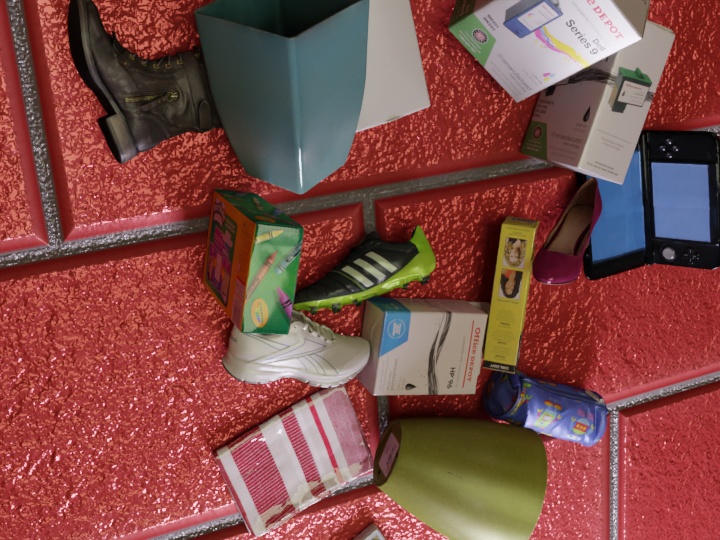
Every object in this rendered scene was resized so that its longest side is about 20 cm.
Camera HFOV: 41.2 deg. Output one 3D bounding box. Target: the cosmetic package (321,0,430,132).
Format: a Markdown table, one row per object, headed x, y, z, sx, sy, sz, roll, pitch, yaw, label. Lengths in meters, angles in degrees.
| x | y | z | sx | sy | sz | roll | pitch | yaw | label |
| --- | --- | --- | --- | --- | --- | --- | --- | --- | --- |
| 0.004 | -0.280 | 1.148 | 0.111 | 0.081 | 0.204 | -19 | 112 | -18 | cosmetic package |

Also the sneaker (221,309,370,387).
| x | y | z | sx | sy | sz | roll | pitch | yaw | label |
| --- | --- | --- | --- | --- | --- | --- | --- | --- | --- |
| -0.074 | 0.095 | 1.212 | 0.196 | 0.075 | 0.089 | 2 | 116 | -26 | sneaker |

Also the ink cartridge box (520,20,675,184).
| x | y | z | sx | sy | sz | roll | pitch | yaw | label |
| --- | --- | --- | --- | --- | --- | --- | --- | --- | --- |
| 0.308 | -0.231 | 1.259 | 0.083 | 0.146 | 0.204 | 14 | 98 | -25 | ink cartridge box |

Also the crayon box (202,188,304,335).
| x | y | z | sx | sy | sz | roll | pitch | yaw | label |
| --- | --- | --- | --- | --- | --- | --- | --- | --- | --- |
| -0.127 | -0.015 | 1.094 | 0.057 | 0.200 | 0.121 | 4 | 103 | -23 | crayon box |

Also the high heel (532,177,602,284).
| x | y | z | sx | sy | sz | roll | pitch | yaw | label |
| --- | --- | --- | --- | --- | --- | --- | --- | --- | --- |
| 0.278 | -0.054 | 1.291 | 0.066 | 0.200 | 0.098 | 13 | 118 | 19 | high heel |

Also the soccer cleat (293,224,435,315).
| x | y | z | sx | sy | sz | roll | pitch | yaw | label |
| --- | --- | --- | --- | --- | --- | --- | --- | --- | --- |
| 0.000 | 0.000 | 1.238 | 0.196 | 0.068 | 0.083 | -17 | 79 | -9 | soccer cleat |

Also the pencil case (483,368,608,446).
| x | y | z | sx | sy | sz | roll | pitch | yaw | label |
| --- | --- | --- | --- | --- | --- | --- | --- | --- | --- |
| 0.277 | 0.198 | 1.399 | 0.197 | 0.079 | 0.087 | 18 | 125 | -27 | pencil case |

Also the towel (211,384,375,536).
| x | y | z | sx | sy | sz | roll | pitch | yaw | label |
| --- | --- | --- | --- | --- | --- | --- | --- | --- | --- |
| -0.085 | 0.254 | 1.288 | 0.197 | 0.023 | 0.146 | -28 | 113 | -15 | towel |

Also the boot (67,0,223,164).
| x | y | z | sx | sy | sz | roll | pitch | yaw | label |
| --- | --- | --- | --- | --- | --- | --- | --- | --- | --- |
| -0.223 | -0.229 | 1.077 | 0.172 | 0.069 | 0.203 | -26 | 117 | -21 | boot |

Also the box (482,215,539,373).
| x | y | z | sx | sy | sz | roll | pitch | yaw | label |
| --- | --- | --- | --- | --- | --- | --- | --- | --- | --- |
| 0.207 | 0.032 | 1.321 | 0.049 | 0.075 | 0.205 | 8 | 102 | 13 | box |

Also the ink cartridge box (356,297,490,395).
| x | y | z | sx | sy | sz | roll | pitch | yaw | label |
| --- | --- | --- | --- | --- | --- | --- | --- | --- | --- |
| 0.101 | 0.103 | 1.302 | 0.196 | 0.068 | 0.119 | 2 | 104 | -25 | ink cartridge box |

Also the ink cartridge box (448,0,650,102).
| x | y | z | sx | sy | sz | roll | pitch | yaw | label |
| --- | --- | --- | --- | --- | --- | --- | --- | --- | --- |
| 0.228 | -0.315 | 1.164 | 0.145 | 0.198 | 0.089 | 40 | 51 | -27 | ink cartridge box |

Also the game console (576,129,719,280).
| x | y | z | sx | sy | sz | roll | pitch | yaw | label |
| --- | --- | --- | --- | --- | --- | --- | --- | --- | --- |
| 0.414 | -0.087 | 1.366 | 0.118 | 0.170 | 0.204 | -29 | 117 | -43 | game console |

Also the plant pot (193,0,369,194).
| x | y | z | sx | sy | sz | roll | pitch | yaw | label |
| --- | --- | --- | --- | --- | --- | --- | --- | --- | --- |
| -0.079 | -0.203 | 1.080 | 0.141 | 0.139 | 0.203 | -40 | 140 | -40 | plant pot |

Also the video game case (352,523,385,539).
| x | y | z | sx | sy | sz | roll | pitch | yaw | label |
| --- | --- | --- | --- | --- | --- | --- | --- | --- | --- |
| -0.002 | 0.495 | 1.391 | 0.181 | 0.023 | 0.202 | -37 | 115 | -10 | video game case |

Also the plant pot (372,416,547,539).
| x | y | z | sx | sy | sz | roll | pitch | yaw | label |
| --- | --- | --- | --- | --- | --- | --- | --- | --- | --- |
| 0.124 | 0.277 | 1.312 | 0.197 | 0.187 | 0.190 | 21 | 96 | -15 | plant pot |
